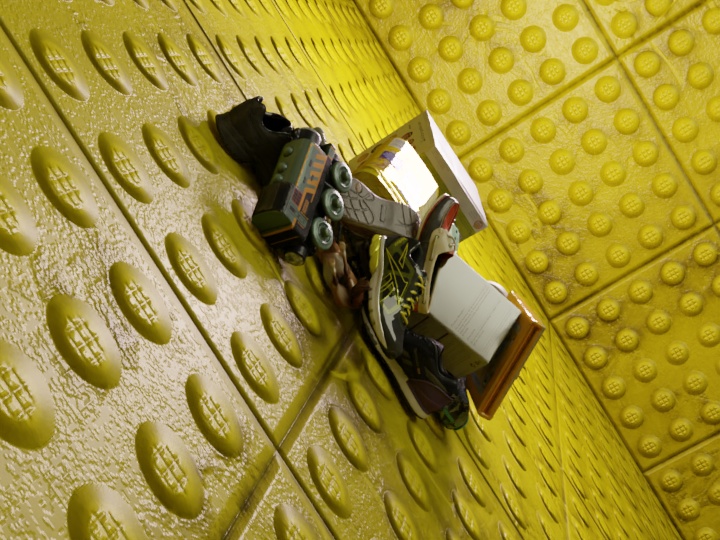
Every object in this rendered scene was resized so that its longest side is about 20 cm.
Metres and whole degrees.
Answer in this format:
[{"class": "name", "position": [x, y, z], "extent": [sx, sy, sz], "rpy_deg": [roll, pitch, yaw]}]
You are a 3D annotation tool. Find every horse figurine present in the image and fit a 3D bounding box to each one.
[{"class": "horse figurine", "position": [-0.033, -0.006, 1.506], "extent": [0.201, 0.049, 0.133], "rpy_deg": [-118, -170, -47]}]

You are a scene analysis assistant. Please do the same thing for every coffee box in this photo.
[{"class": "coffee box", "position": [0.108, -0.154, 2.016], "extent": [0.201, 0.197, 0.200], "rpy_deg": [53, 15, -23]}]

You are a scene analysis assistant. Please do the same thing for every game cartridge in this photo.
[{"class": "game cartridge", "position": [0.229, 0.134, 1.692], "extent": [0.032, 0.177, 0.200], "rpy_deg": [27, 10, -10]}]

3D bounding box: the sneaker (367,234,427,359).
[{"class": "sneaker", "position": [0.056, 0.030, 1.476], "extent": [0.075, 0.084, 0.202], "rpy_deg": [66, 19, -59]}]

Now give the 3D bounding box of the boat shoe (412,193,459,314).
[{"class": "boat shoe", "position": [0.112, -0.026, 1.567], "extent": [0.201, 0.062, 0.071], "rpy_deg": [-63, 153, -21]}]

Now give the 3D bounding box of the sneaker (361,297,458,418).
[{"class": "sneaker", "position": [0.080, 0.117, 1.560], "extent": [0.201, 0.087, 0.076], "rpy_deg": [59, 16, 2]}]

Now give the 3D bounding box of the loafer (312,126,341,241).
[{"class": "loafer", "position": [-0.074, -0.132, 1.647], "extent": [0.075, 0.069, 0.202], "rpy_deg": [89, -11, -68]}]

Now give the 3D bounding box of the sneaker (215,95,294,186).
[{"class": "sneaker", "position": [-0.124, -0.175, 1.488], "extent": [0.200, 0.090, 0.076], "rpy_deg": [44, 18, -50]}]

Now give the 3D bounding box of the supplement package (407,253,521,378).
[{"class": "supplement package", "position": [0.136, 0.059, 1.658], "extent": [0.200, 0.117, 0.117], "rpy_deg": [41, -26, -3]}]

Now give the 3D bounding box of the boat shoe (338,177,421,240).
[{"class": "boat shoe", "position": [-0.003, -0.084, 1.572], "extent": [0.199, 0.072, 0.076], "rpy_deg": [26, 58, -20]}]

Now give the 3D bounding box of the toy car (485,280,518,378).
[{"class": "toy car", "position": [0.208, 0.128, 1.899], "extent": [0.175, 0.149, 0.201], "rpy_deg": [-35, 98, -48]}]

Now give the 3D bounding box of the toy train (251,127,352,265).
[{"class": "toy train", "position": [-0.080, -0.106, 1.420], "extent": [0.114, 0.085, 0.201], "rpy_deg": [48, 45, -36]}]

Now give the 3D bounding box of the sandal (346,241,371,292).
[{"class": "sandal", "position": [0.000, 0.000, 1.624], "extent": [0.200, 0.054, 0.083], "rpy_deg": [-170, -117, -87]}]

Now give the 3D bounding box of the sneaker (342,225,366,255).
[{"class": "sneaker", "position": [0.010, -0.066, 1.790], "extent": [0.085, 0.076, 0.202], "rpy_deg": [48, 22, -70]}]

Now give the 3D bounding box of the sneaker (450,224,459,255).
[{"class": "sneaker", "position": [0.168, -0.009, 1.773], "extent": [0.201, 0.073, 0.119], "rpy_deg": [48, 53, -17]}]

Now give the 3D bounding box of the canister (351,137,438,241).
[{"class": "canister", "position": [0.053, -0.131, 1.728], "extent": [0.149, 0.086, 0.200], "rpy_deg": [54, 29, -10]}]

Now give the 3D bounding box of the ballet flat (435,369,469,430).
[{"class": "ballet flat", "position": [0.142, 0.180, 1.723], "extent": [0.074, 0.074, 0.201], "rpy_deg": [50, 15, -29]}]
